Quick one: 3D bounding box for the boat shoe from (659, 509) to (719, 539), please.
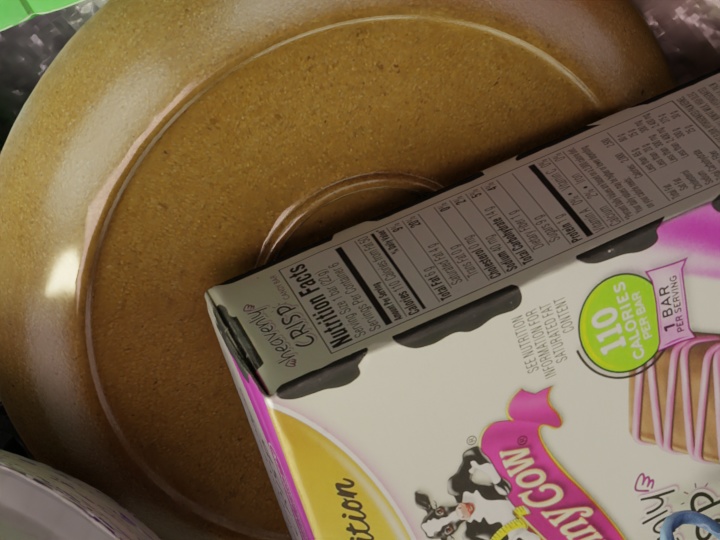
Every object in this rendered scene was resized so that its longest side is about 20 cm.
[{"bbox_3d":[0.131,0.068,0.709,0.200,0.069,0.084,-46,137,0],"label":"boat shoe"}]

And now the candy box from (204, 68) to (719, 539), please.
[{"bbox_3d":[0.075,0.033,0.742,0.199,0.061,0.137,-24,122,-7],"label":"candy box"}]

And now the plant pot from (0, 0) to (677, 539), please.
[{"bbox_3d":[0.000,0.000,0.751,0.199,0.028,0.201,-8,118,-16],"label":"plant pot"}]

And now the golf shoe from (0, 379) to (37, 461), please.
[{"bbox_3d":[-0.076,0.015,0.795,0.094,0.078,0.201,-23,120,-1],"label":"golf shoe"}]

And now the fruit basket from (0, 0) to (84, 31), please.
[{"bbox_3d":[-0.109,-0.157,0.683,0.185,0.094,0.201,-19,106,16],"label":"fruit basket"}]

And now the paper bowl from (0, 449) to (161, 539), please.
[{"bbox_3d":[-0.121,0.140,0.698,0.200,0.104,0.202,0,86,3],"label":"paper bowl"}]
